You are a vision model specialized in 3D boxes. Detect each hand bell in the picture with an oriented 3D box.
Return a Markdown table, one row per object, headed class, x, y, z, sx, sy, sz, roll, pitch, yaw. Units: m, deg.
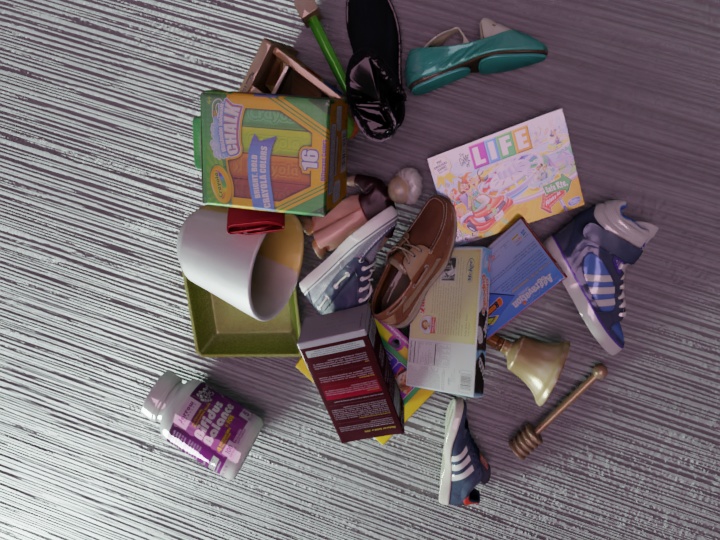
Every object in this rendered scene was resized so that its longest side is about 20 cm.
| class | x | y | z | sx | sy | sz | roll | pitch | yaw |
| --- | --- | --- | --- | --- | --- | --- | --- | --- | --- |
| hand bell | 0.209 | 0.110 | 0.818 | 0.195 | 0.104 | 0.107 | 28 | 110 | 16 |

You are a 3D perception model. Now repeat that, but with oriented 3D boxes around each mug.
| class | x | y | z | sx | sy | sz | roll | pitch | yaw |
| --- | --- | --- | --- | --- | --- | --- | --- | --- | --- |
| mug | -0.171 | -0.033 | 0.769 | 0.148 | 0.187 | 0.155 | 15 | 122 | 19 |

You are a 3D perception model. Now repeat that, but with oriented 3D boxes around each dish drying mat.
| class | x | y | z | sx | sy | sz | roll | pitch | yaw |
| --- | --- | --- | --- | --- | --- | --- | --- | --- | --- |
| dish drying mat | -0.141 | -0.104 | 0.728 | 0.074 | 0.202 | 0.019 | -8 | 122 | -4 |

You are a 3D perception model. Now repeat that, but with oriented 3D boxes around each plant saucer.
| class | x | y | z | sx | sy | sz | roll | pitch | yaw |
| --- | --- | --- | --- | --- | --- | --- | --- | --- | --- |
| plant saucer | -0.190 | 0.039 | 0.876 | 0.191 | 0.048 | 0.208 | -2 | 106 | 10 |

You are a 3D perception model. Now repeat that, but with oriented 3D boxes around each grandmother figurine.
| class | x | y | z | sx | sy | sz | roll | pitch | yaw |
| --- | --- | --- | --- | --- | --- | --- | --- | --- | --- |
| grandmother figurine | 0.009 | -0.089 | 0.799 | 0.195 | 0.061 | 0.123 | -28 | 108 | 19 |

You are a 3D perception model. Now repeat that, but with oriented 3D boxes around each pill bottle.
| class | x | y | z | sx | sy | sz | roll | pitch | yaw |
| --- | --- | --- | --- | --- | --- | --- | --- | --- | --- |
| pill bottle | -0.276 | 0.264 | 0.922 | 0.196 | 0.113 | 0.115 | 30 | 109 | 0 |

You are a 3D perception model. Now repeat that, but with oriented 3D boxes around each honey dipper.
| class | x | y | z | sx | sy | sz | roll | pitch | yaw |
| --- | --- | --- | --- | --- | --- | --- | --- | --- | --- |
| honey dipper | 0.316 | 0.222 | 0.844 | 0.038 | 0.038 | 0.202 | 37 | 106 | -3 |

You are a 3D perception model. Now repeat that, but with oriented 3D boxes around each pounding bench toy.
| class | x | y | z | sx | sy | sz | roll | pitch | yaw |
| --- | --- | --- | --- | --- | --- | --- | --- | --- | --- |
| pounding bench toy | -0.064 | -0.245 | 0.731 | 0.153 | 0.125 | 0.203 | 34 | 109 | -1 |

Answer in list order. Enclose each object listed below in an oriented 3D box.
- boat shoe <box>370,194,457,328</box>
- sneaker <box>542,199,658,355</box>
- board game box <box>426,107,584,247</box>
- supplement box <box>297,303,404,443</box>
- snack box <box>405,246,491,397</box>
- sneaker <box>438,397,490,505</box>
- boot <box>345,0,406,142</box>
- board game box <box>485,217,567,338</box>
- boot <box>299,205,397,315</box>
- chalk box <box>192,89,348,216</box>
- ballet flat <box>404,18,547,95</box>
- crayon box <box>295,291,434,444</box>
| class | x | y | z | sx | sy | sz | roll | pitch | yaw |
| --- | --- | --- | --- | --- | --- | --- | --- | --- | --- |
| boat shoe | 0.075 | -0.011 | 0.756 | 0.075 | 0.070 | 0.206 | 31 | 103 | 42 |
| sneaker | 0.366 | 0.003 | 0.746 | 0.144 | 0.081 | 0.204 | -32 | 93 | 21 |
| board game box | 0.207 | -0.130 | 0.762 | 0.193 | 0.034 | 0.139 | -18 | 102 | 15 |
| supplement box | -0.008 | 0.158 | 0.784 | 0.105 | 0.062 | 0.206 | -12 | 119 | 14 |
| snack box | 0.128 | 0.070 | 0.770 | 0.113 | 0.037 | 0.209 | 1 | 83 | 39 |
| sneaker | 0.177 | 0.302 | 0.874 | 0.081 | 0.076 | 0.208 | 5 | 116 | 10 |
| boot | 0.018 | -0.276 | 0.684 | 0.073 | 0.169 | 0.208 | -9 | 105 | 10 |
| board game box | 0.191 | 0.030 | 0.775 | 0.200 | 0.019 | 0.105 | -44 | 70 | 27 |
| boot | 0.000 | 0.000 | 0.767 | 0.199 | 0.072 | 0.091 | -40 | 87 | 32 |
| chalk box | -0.119 | -0.147 | 0.637 | 0.191 | 0.124 | 0.130 | 5 | 108 | 8 |
| ballet flat | 0.151 | -0.297 | 0.711 | 0.192 | 0.067 | 0.073 | -11 | 90 | 11 |
| crayon box | 0.020 | 0.154 | 0.865 | 0.199 | 0.058 | 0.173 | 41 | 110 | -3 |
